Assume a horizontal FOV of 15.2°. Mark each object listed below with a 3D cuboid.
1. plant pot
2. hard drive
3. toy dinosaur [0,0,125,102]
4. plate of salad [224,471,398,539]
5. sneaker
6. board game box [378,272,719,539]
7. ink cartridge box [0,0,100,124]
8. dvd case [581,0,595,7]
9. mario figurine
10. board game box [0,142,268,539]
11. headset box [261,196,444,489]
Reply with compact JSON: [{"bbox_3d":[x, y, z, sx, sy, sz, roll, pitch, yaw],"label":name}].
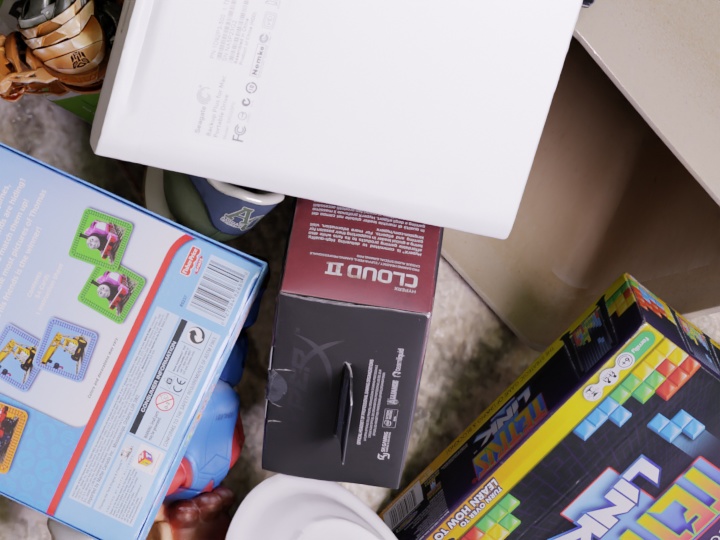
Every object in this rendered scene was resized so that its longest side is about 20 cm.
[{"bbox_3d":[0.137,-0.100,1.457,0.200,0.200,0.177,46,55,-22],"label":"plant pot"},{"bbox_3d":[-0.009,-0.096,1.219,0.200,0.026,0.132,11,107,-18],"label":"hard drive"},{"bbox_3d":[-0.130,-0.129,1.236,0.200,0.102,0.136,-16,79,-18],"label":"toy dinosaur"},{"bbox_3d":[-0.014,0.198,1.341,0.200,0.048,0.200,39,39,-41],"label":"plate of salad"},{"bbox_3d":[-0.060,-0.112,1.295,0.067,0.090,0.201,4,85,-29],"label":"sneaker"},{"bbox_3d":[0.135,0.123,1.451,0.165,0.057,0.200,35,110,-24],"label":"board game box"},{"bbox_3d":[-0.118,-0.155,1.360,0.200,0.076,0.148,29,73,-24],"label":"ink cartridge box"},{"bbox_3d":[0.011,-0.192,1.331,0.150,0.200,0.025,9,114,-36],"label":"dvd case"},{"bbox_3d":[-0.108,0.086,1.345,0.123,0.106,0.201,4,100,-32],"label":"mario figurine"},{"bbox_3d":[-0.164,0.025,1.272,0.200,0.037,0.152,25,87,2],"label":"board game box"},{"bbox_3d":[0.000,0.000,1.336,0.075,0.149,0.200,9,51,0],"label":"headset box"}]
